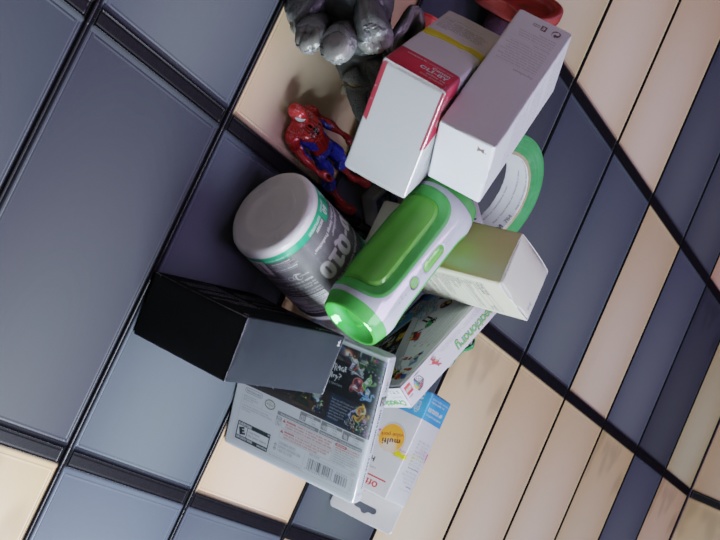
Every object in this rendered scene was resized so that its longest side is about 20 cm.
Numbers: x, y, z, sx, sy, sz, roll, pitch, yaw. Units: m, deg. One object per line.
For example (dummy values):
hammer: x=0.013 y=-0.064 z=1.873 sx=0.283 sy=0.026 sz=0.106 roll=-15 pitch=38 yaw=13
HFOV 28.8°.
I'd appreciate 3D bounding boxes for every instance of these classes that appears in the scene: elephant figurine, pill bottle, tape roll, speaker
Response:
elephant figurine: x=0.004 y=-0.265 z=1.612 sx=0.155 sy=0.142 sz=0.200 roll=-35 pitch=154 yaw=10
pill bottle: x=-0.051 y=-0.013 z=1.637 sx=0.200 sy=0.112 sz=0.114 roll=46 pitch=68 yaw=-44
tape roll: x=0.163 y=-0.107 z=1.920 sx=0.199 sy=0.048 sz=0.202 roll=-25 pitch=135 yaw=-28
speaker: x=0.046 y=-0.013 z=1.591 sx=0.200 sy=0.088 sz=0.089 roll=-51 pitch=145 yaw=-21

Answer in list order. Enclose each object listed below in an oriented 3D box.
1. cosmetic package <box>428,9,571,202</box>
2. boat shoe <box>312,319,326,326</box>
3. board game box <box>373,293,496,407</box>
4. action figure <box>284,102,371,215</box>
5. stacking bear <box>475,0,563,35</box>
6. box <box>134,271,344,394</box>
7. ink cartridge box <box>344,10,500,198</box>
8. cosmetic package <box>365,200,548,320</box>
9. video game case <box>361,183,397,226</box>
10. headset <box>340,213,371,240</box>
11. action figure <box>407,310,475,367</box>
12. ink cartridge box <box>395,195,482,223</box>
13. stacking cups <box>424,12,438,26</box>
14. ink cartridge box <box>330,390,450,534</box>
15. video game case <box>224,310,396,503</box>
cosmetic package: x=0.157 y=-0.187 z=1.584 sx=0.201 sy=0.071 sz=0.102 roll=-55 pitch=167 yaw=-32
boat shoe: x=-0.043 y=0.114 z=1.764 sx=0.200 sy=0.073 sz=0.068 roll=-56 pitch=159 yaw=13
board game box: x=0.071 y=0.095 z=1.728 sx=0.200 sy=0.126 sz=0.035 roll=-44 pitch=113 yaw=-34
action figure: x=-0.041 y=-0.140 z=1.679 sx=0.066 sy=0.051 sz=0.200 roll=-57 pitch=145 yaw=-12
stacking bear: x=0.200 y=-0.276 z=1.924 sx=0.113 sy=0.121 sz=0.202 roll=-18 pitch=132 yaw=-44
box: x=-0.132 y=0.072 z=1.568 sx=0.199 sy=0.140 sz=0.080 roll=16 pitch=94 yaw=-58
ink cartridge box: x=0.077 y=-0.194 z=1.606 sx=0.200 sy=0.083 sz=0.146 roll=-46 pitch=160 yaw=-54
cosmetic package: x=0.114 y=-0.013 z=1.690 sx=0.072 sy=0.199 sz=0.105 roll=-64 pitch=147 yaw=-16
video game case: x=0.076 y=-0.083 z=1.918 sx=0.200 sy=0.023 sz=0.183 roll=-44 pitch=141 yaw=-34
headset: x=0.000 y=0.000 z=1.777 sx=0.199 sy=0.094 sz=0.125 roll=10 pitch=99 yaw=-49
action figure: x=0.065 y=0.095 z=1.853 sx=0.198 sy=0.055 sz=0.119 roll=2 pitch=72 yaw=-29
ink cartridge box: x=0.098 y=-0.090 z=1.793 sx=0.094 sy=0.044 sz=0.201 roll=-42 pitch=141 yaw=-18
stacking cups: x=0.052 y=-0.225 z=1.757 sx=0.060 sy=0.060 sz=0.202 roll=29 pitch=83 yaw=-59
ink cartridge box: x=0.027 y=0.248 z=1.942 sx=0.068 sy=0.114 sz=0.202 roll=35 pitch=77 yaw=-58
video game case: x=-0.063 y=0.154 z=1.666 sx=0.023 sy=0.199 sz=0.184 roll=-5 pitch=112 yaw=-57
